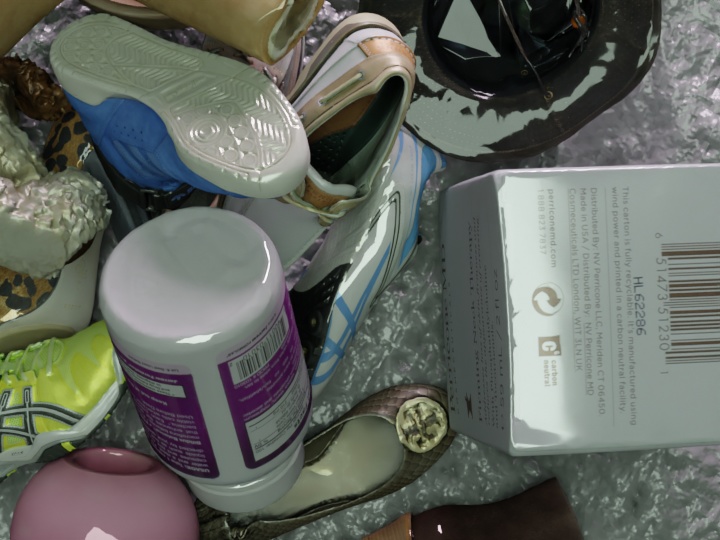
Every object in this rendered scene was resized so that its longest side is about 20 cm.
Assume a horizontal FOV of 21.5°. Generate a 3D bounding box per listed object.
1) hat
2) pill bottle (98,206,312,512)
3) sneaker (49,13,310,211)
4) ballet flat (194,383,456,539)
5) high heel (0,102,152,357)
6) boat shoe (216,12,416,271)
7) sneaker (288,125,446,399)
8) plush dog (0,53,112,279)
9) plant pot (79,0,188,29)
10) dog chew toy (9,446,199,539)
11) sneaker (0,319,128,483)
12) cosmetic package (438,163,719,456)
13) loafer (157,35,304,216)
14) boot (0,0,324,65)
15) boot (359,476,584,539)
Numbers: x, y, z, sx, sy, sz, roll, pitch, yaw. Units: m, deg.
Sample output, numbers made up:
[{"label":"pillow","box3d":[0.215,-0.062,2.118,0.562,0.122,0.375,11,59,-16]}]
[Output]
[{"label":"hat","box3d":[0.096,-0.174,1.244,0.199,0.081,0.202,1,106,2]},{"label":"pill bottle","box3d":[-0.090,0.063,1.184,0.111,0.201,0.113,-4,50,5]},{"label":"sneaker","box3d":[-0.102,-0.077,1.170,0.199,0.112,0.077,27,64,29]},{"label":"ballet flat","box3d":[-0.024,0.135,1.273,0.199,0.046,0.068,-24,92,1]},{"label":"high heel","box3d":[-0.225,-0.020,1.280,0.199,0.071,0.143,-33,62,18]},{"label":"boat shoe","box3d":[-0.032,-0.066,1.204,0.074,0.069,0.201,19,114,-26]},{"label":"sneaker","box3d":[0.000,0.000,1.263,0.072,0.072,0.201,18,100,-32]},{"label":"plush dog","box3d":[-0.272,-0.064,1.212,0.199,0.172,0.161,-30,118,12]},{"label":"plant pot","box3d":[-0.108,-0.241,1.229,0.199,0.093,0.203,-4,74,14]},{"label":"dog chew toy","box3d":[-0.172,0.222,1.243,0.123,0.125,0.202,7,99,0]},{"label":"sneaker","box3d":[-0.227,0.085,1.231,0.199,0.076,0.076,-33,118,16]},{"label":"cosmetic package","box3d":[0.148,0.022,1.183,0.165,0.200,0.169,-3,89,-7]},{"label":"loafer","box3d":[-0.085,-0.107,1.260,0.071,0.063,0.202,18,91,1]},{"label":"boot","box3d":[-0.133,-0.168,1.132,0.199,0.066,0.176,24,80,18]},{"label":"boot","box3d":[0.083,0.244,1.237,0.165,0.072,0.201,-16,67,0]}]
